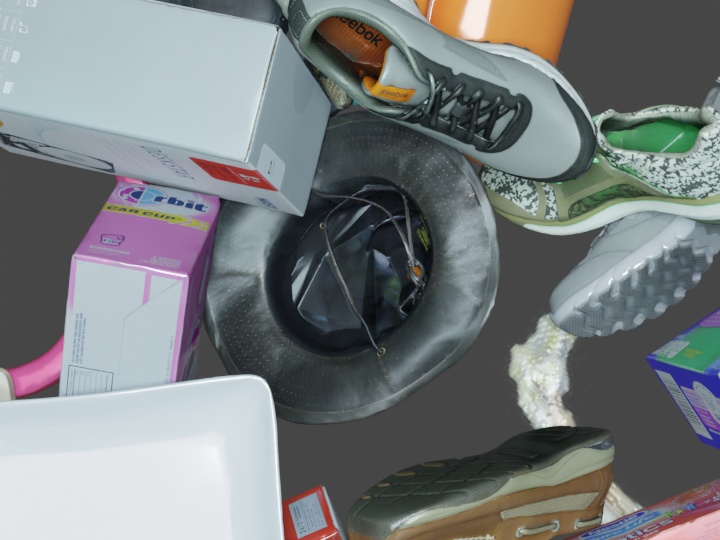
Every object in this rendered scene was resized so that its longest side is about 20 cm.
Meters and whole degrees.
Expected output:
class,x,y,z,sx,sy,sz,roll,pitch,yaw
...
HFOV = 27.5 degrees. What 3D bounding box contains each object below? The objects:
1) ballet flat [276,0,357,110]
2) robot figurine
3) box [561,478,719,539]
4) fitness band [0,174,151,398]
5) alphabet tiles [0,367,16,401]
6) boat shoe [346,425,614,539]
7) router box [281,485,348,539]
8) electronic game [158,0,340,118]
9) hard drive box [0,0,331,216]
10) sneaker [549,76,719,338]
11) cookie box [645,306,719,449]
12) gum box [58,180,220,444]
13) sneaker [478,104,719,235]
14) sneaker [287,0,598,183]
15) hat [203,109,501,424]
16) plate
class,x,y,z,sx,sy,sz,roll,pitch,yaw
ballet flat,-0.017,-0.200,0.893,0.075,0.068,0.201,13,86,-6
robot figurine,0.074,-0.169,0.910,0.143,0.117,0.201,10,102,-17
box,0.178,0.210,0.916,0.199,0.095,0.103,-22,88,-1
fitness band,-0.219,-0.015,0.949,0.143,0.037,0.200,27,89,0
alphabet tiles,-0.312,0.121,0.938,0.199,0.015,0.196,-8,97,5
boat shoe,0.084,0.149,0.893,0.200,0.076,0.074,-11,98,-36
router box,-0.066,0.249,0.888,0.179,0.049,0.200,-24,120,-1
electronic game,-0.081,-0.174,0.953,0.199,0.042,0.201,-1,80,3
hard drive box,-0.131,-0.101,0.842,0.199,0.156,0.077,12,84,11
sneaker,0.194,-0.038,0.951,0.200,0.075,0.082,-43,55,3
cookie box,0.291,0.030,0.888,0.200,0.171,0.075,-34,92,-2
gum box,-0.135,0.063,0.874,0.066,0.114,0.201,11,114,-1
sneaker,0.151,-0.075,0.892,0.200,0.089,0.077,-4,62,36
sneaker,0.043,-0.101,0.822,0.200,0.079,0.074,28,123,-12
hat,0.000,0.000,0.922,0.200,0.081,0.201,-2,84,20
plate,-0.137,0.165,0.802,0.199,0.032,0.200,-6,86,0
